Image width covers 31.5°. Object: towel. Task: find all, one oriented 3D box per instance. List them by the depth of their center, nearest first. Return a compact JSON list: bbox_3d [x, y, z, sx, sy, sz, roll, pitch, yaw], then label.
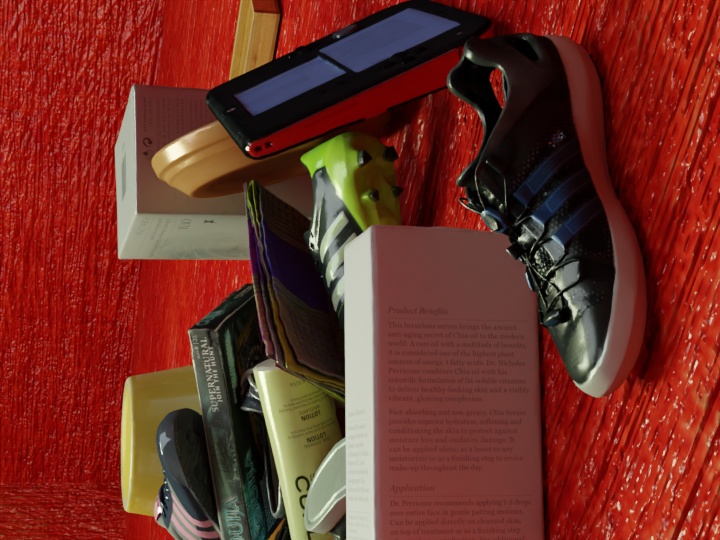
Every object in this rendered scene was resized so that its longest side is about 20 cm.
[{"bbox_3d":[-0.026,0.024,0.980,0.023,0.144,0.200,-39,41,25],"label":"towel"}]

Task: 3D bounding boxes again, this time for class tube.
[{"bbox_3d":[-0.030,0.161,0.964,0.052,0.058,0.200,-35,-68,-71],"label":"tube"}]

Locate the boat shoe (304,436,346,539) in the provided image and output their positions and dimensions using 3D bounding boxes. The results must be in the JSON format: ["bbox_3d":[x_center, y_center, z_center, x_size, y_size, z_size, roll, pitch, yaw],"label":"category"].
[{"bbox_3d":[0.029,0.124,0.878,0.200,0.060,0.076,-50,28,45],"label":"boat shoe"}]

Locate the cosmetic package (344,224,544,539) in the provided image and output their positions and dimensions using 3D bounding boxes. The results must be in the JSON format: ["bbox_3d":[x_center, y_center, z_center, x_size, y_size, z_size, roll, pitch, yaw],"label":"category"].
[{"bbox_3d":[0.046,0.079,0.739,0.071,0.101,0.200,149,122,-74],"label":"cosmetic package"}]

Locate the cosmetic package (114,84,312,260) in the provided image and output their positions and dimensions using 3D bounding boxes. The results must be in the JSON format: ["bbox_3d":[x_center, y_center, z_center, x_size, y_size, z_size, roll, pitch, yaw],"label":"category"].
[{"bbox_3d":[-0.124,-0.084,1.210,0.199,0.200,0.123,143,125,-72],"label":"cosmetic package"}]

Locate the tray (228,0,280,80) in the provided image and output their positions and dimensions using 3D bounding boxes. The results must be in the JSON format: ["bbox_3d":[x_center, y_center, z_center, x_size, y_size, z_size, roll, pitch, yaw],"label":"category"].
[{"bbox_3d":[-0.136,-0.261,1.600,0.099,0.037,0.200,-105,21,-46],"label":"tray"}]

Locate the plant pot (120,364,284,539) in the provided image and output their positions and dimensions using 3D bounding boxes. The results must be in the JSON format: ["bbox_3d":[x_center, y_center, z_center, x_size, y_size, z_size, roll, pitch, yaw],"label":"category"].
[{"bbox_3d":[-0.135,0.170,1.247,0.201,0.189,0.201,-179,90,-75],"label":"plant pot"}]

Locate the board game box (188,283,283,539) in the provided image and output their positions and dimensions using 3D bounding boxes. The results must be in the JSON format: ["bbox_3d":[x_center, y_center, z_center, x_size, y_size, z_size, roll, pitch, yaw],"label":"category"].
[{"bbox_3d":[-0.094,0.124,1.076,0.135,0.028,0.200,-44,-51,-69],"label":"board game box"}]

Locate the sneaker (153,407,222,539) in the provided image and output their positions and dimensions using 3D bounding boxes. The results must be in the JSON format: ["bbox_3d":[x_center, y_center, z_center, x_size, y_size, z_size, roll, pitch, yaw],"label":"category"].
[{"bbox_3d":[-0.147,0.191,1.077,0.070,0.082,0.200,-75,-25,-44],"label":"sneaker"}]

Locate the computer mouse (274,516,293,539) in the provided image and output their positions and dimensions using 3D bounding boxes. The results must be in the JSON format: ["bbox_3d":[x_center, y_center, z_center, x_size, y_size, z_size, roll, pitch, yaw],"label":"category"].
[{"bbox_3d":[-0.092,0.297,1.003,0.200,0.046,0.141,-59,4,43],"label":"computer mouse"}]

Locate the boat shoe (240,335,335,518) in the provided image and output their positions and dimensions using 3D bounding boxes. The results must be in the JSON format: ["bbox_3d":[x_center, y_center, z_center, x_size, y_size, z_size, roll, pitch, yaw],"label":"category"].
[{"bbox_3d":[-0.063,0.096,1.015,0.072,0.068,0.200,171,91,-71],"label":"boat shoe"}]

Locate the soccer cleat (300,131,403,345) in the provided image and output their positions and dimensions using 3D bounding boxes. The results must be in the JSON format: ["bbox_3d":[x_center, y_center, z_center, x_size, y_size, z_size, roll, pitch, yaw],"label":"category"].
[{"bbox_3d":[0.000,0.000,0.933,0.081,0.067,0.200,-10,87,47],"label":"soccer cleat"}]

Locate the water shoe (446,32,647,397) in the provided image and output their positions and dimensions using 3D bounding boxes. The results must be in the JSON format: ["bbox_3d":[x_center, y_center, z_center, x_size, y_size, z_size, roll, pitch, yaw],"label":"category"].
[{"bbox_3d":[0.085,-0.029,0.642,0.072,0.079,0.200,116,152,-58],"label":"water shoe"}]

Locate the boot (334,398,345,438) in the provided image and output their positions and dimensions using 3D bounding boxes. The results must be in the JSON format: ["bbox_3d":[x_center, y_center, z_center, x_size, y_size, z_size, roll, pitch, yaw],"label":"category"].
[{"bbox_3d":[-0.042,0.083,1.141,0.200,0.072,0.144,-108,23,-44],"label":"boot"}]

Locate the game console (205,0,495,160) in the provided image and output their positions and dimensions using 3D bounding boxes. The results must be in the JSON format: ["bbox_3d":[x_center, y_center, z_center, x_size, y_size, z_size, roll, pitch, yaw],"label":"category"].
[{"bbox_3d":[-0.012,-0.134,0.857,0.200,0.177,0.031,-130,20,-69],"label":"game console"}]

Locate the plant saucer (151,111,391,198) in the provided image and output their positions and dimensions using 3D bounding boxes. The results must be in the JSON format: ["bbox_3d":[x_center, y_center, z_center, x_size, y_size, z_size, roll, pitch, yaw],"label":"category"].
[{"bbox_3d":[-0.065,-0.098,1.012,0.200,0.200,0.038,151,101,-73],"label":"plant saucer"}]
